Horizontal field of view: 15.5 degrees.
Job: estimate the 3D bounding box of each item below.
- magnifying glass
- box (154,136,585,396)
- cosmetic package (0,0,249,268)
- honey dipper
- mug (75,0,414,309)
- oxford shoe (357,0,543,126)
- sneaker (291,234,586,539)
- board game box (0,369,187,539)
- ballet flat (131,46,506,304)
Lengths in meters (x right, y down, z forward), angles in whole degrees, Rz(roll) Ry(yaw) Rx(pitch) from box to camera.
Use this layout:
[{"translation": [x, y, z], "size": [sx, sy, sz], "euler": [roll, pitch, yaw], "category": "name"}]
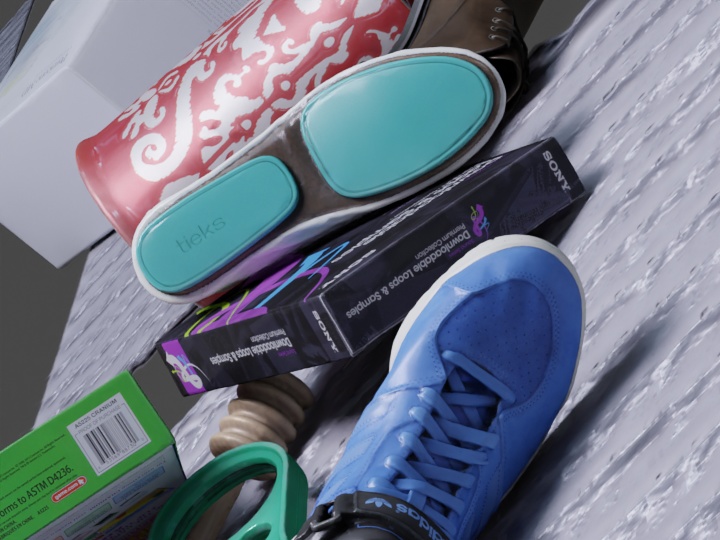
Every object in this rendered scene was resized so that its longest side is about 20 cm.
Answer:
[{"translation": [-0.042, 0.121, 1.142], "size": [0.080, 0.022, 0.200], "euler": [-42, 24, -8], "category": "magnifying glass"}, {"translation": [0.000, 0.000, 1.233], "size": [0.143, 0.036, 0.200], "euler": [-35, 9, -26], "category": "box"}, {"translation": [-0.180, -0.139, 1.951], "size": [0.199, 0.123, 0.201], "euler": [-33, 25, 48], "category": "cosmetic package"}, {"translation": [-0.079, 0.136, 1.243], "size": [0.038, 0.038, 0.201], "euler": [-22, 37, 59], "category": "honey dipper"}, {"translation": [-0.045, -0.097, 1.485], "size": [0.200, 0.133, 0.178], "euler": [-43, 19, 14], "category": "mug"}, {"translation": [0.062, -0.111, 1.363], "size": [0.084, 0.073, 0.200], "euler": [4, 50, 41], "category": "oxford shoe"}, {"translation": [0.026, 0.082, 0.983], "size": [0.200, 0.077, 0.111], "euler": [-54, 10, 5], "category": "sneaker"}, {"translation": [-0.154, 0.122, 1.239], "size": [0.153, 0.040, 0.200], "euler": [-33, -11, -8], "category": "board game box"}, {"translation": [-0.018, -0.046, 1.266], "size": [0.199, 0.070, 0.070], "euler": [-30, 20, 10], "category": "ballet flat"}]
